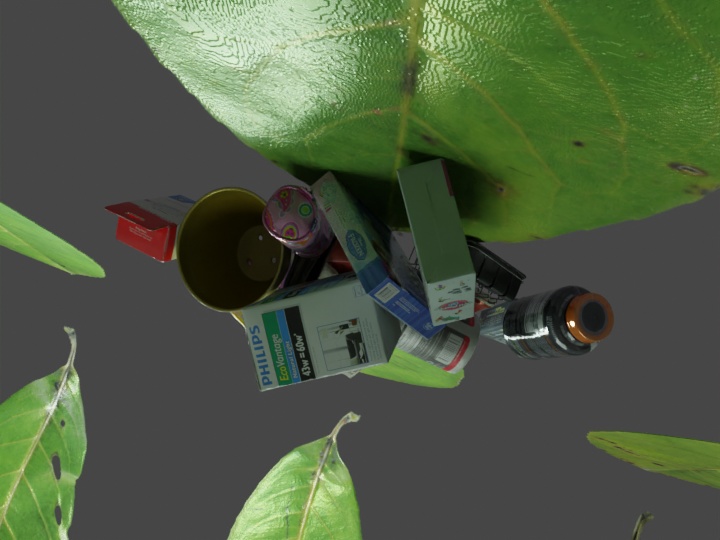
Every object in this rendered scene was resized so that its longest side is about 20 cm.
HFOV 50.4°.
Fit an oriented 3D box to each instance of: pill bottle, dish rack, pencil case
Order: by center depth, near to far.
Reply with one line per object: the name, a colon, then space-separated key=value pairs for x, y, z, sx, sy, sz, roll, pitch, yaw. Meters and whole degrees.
pencil case: x=-0.088 y=-0.071 z=1.150 sx=0.085 sy=0.089 sz=0.200 roll=16 pitch=175 yaw=6
pill bottle: x=0.314 y=0.084 z=1.211 sx=0.104 sy=0.109 sz=0.200 roll=21 pitch=166 yaw=-13
dish rack: x=0.148 y=0.001 z=1.234 sx=0.152 sy=0.056 sz=0.198 roll=30 pitch=164 yaw=-37
pill bottle: x=0.097 y=0.087 z=1.305 sx=0.197 sy=0.113 sz=0.111 roll=26 pitch=165 yaw=-11

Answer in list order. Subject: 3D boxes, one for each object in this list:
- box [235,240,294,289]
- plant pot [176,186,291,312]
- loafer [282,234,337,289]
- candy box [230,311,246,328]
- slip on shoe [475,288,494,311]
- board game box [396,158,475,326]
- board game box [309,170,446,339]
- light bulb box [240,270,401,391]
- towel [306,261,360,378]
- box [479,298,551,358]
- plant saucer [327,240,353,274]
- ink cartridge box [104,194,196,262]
box: x=-0.191 y=0.012 z=1.489 sx=0.195 sy=0.099 sz=0.176 roll=16 pitch=-168 yaw=9
plant pot: x=-0.196 y=-0.034 z=1.316 sx=0.196 sy=0.205 sz=0.142 roll=14 pitch=-177 yaw=17
loafer: x=-0.089 y=0.012 z=1.289 sx=0.062 sy=0.204 sz=0.072 roll=21 pitch=-163 yaw=12
candy box: x=-0.160 y=0.085 z=1.507 sx=0.197 sy=0.027 sz=0.102 roll=4 pitch=-160 yaw=-41
slip on shoe: x=0.181 y=0.067 z=1.422 sx=0.073 sy=0.062 sz=0.199 roll=26 pitch=163 yaw=-23
board game box: x=0.099 y=-0.029 z=0.971 sx=0.063 sy=0.151 sz=0.200 roll=-13 pitch=162 yaw=3
board game box: x=0.027 y=-0.019 z=1.085 sx=0.200 sy=0.043 sz=0.201 roll=38 pitch=-162 yaw=-55
light bulb box: x=-0.052 y=0.081 z=1.162 sx=0.195 sy=0.128 sz=0.198 roll=-13 pitch=-176 yaw=10
towel: x=-0.040 y=0.090 z=1.365 sx=0.132 sy=0.035 sz=0.201 roll=-37 pitch=102 yaw=25
box: x=0.320 y=0.113 z=1.434 sx=0.154 sy=0.052 sz=0.200 roll=20 pitch=167 yaw=-5
plant saucer: x=0.000 y=0.000 z=1.380 sx=0.198 sy=0.037 sz=0.198 roll=4 pitch=159 yaw=48
ink cartridge box: x=-0.342 y=-0.074 z=1.336 sx=0.114 sy=0.069 sz=0.199 roll=23 pitch=-160 yaw=22
